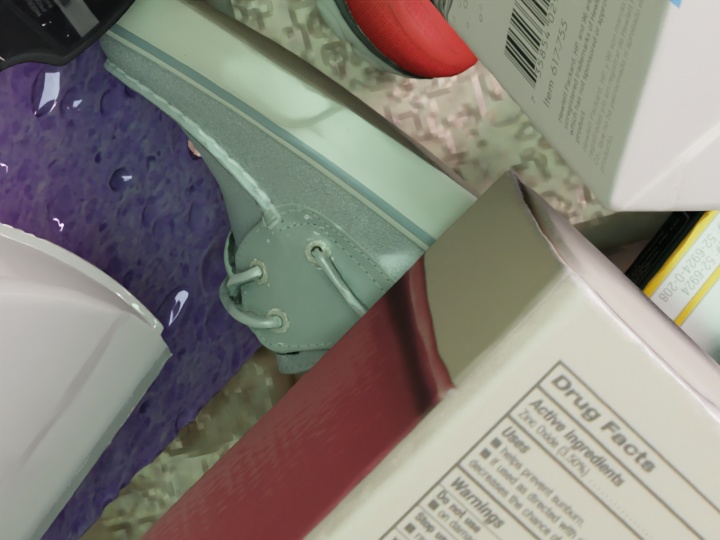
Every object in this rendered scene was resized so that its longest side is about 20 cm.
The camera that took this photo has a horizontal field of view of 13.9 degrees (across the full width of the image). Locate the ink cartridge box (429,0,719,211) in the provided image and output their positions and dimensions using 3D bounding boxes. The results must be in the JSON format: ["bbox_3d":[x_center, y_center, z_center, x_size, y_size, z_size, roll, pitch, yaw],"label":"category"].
[{"bbox_3d":[0.055,-0.114,0.698,0.068,0.200,0.116,-2,124,-26],"label":"ink cartridge box"}]

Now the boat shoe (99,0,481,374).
[{"bbox_3d":[0.000,0.000,0.792,0.201,0.070,0.072,38,95,-5],"label":"boat shoe"}]

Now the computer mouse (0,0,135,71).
[{"bbox_3d":[-0.120,-0.052,0.722,0.200,0.034,0.059,-41,102,-34],"label":"computer mouse"}]

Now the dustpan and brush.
[{"bbox_3d":[-0.159,0.026,0.721,0.140,0.200,0.057,-54,49,7],"label":"dustpan and brush"}]

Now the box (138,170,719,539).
[{"bbox_3d":[0.018,0.096,0.730,0.128,0.109,0.200,43,97,-15],"label":"box"}]

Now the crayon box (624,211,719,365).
[{"bbox_3d":[0.146,0.076,0.857,0.200,0.052,0.126,38,97,-3],"label":"crayon box"}]

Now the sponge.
[{"bbox_3d":[-0.106,-0.026,0.795,0.112,0.030,0.200,-47,123,-20],"label":"sponge"}]

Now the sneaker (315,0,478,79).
[{"bbox_3d":[0.033,-0.144,0.796,0.085,0.077,0.200,21,112,42],"label":"sneaker"}]
